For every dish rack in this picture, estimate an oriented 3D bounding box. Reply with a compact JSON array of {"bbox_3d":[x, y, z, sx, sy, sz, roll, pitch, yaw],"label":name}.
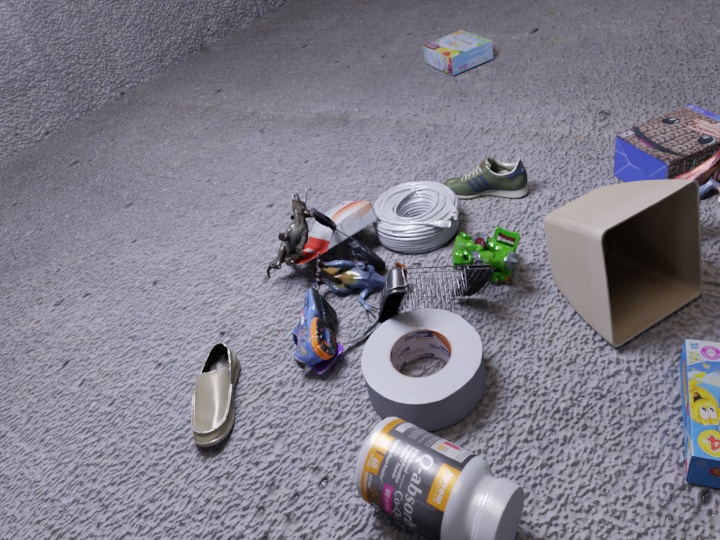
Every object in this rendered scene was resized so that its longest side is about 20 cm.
[{"bbox_3d":[0.129,0.037,1.003,0.193,0.154,0.056,-3,68,-7],"label":"dish rack"}]

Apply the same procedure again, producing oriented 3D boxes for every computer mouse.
[{"bbox_3d":[-0.029,-0.057,1.172,0.034,0.198,0.059,-50,15,9],"label":"computer mouse"}]

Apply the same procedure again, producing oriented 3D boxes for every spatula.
[{"bbox_3d":[-0.006,0.120,1.049,0.197,0.021,0.056,-30,21,-22],"label":"spatula"}]

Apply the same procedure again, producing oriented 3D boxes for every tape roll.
[{"bbox_3d":[0.100,0.154,0.933,0.193,0.068,0.203,-11,38,8],"label":"tape roll"}]

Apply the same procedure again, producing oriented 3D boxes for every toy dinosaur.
[{"bbox_3d":[0.564,-0.134,1.052,0.178,0.207,0.103,10,16,43],"label":"toy dinosaur"},{"bbox_3d":[0.000,0.000,1.152,0.175,0.108,0.201,0,25,-10],"label":"toy dinosaur"},{"bbox_3d":[-0.136,-0.056,1.196,0.075,0.204,0.103,24,37,5],"label":"toy dinosaur"}]

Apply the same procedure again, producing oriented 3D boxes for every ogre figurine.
[{"bbox_3d":[0.233,-0.033,1.083,0.116,0.200,0.102,7,82,12],"label":"ogre figurine"}]

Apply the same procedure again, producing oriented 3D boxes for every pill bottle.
[{"bbox_3d":[0.098,0.276,0.737,0.196,0.119,0.116,16,46,35],"label":"pill bottle"}]

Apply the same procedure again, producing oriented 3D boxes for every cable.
[{"bbox_3d":[0.121,-0.121,1.272,0.193,0.071,0.203,-7,38,15],"label":"cable"}]

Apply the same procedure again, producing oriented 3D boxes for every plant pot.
[{"bbox_3d":[0.419,-0.034,0.966,0.195,0.205,0.177,-26,25,-14],"label":"plant pot"}]

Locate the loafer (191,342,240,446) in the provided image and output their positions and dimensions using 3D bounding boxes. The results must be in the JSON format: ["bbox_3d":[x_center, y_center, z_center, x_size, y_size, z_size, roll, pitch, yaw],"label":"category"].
[{"bbox_3d":[-0.252,0.205,0.992,0.073,0.070,0.203,-12,37,4],"label":"loafer"}]

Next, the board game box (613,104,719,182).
[{"bbox_3d":[0.657,-0.242,1.206,0.195,0.099,0.160,-22,37,-8],"label":"board game box"}]

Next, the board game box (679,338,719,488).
[{"bbox_3d":[0.523,0.189,0.744,0.194,0.057,0.198,4,41,24],"label":"board game box"}]

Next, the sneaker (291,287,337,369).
[{"bbox_3d":[-0.092,0.101,1.064,0.078,0.076,0.202,-36,23,15],"label":"sneaker"}]

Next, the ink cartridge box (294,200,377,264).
[{"bbox_3d":[-0.077,-0.087,1.267,0.196,0.051,0.162,-29,16,-16],"label":"ink cartridge box"}]

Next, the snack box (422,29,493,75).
[{"bbox_3d":[0.331,-0.746,1.987,0.165,0.069,0.201,-24,39,-11],"label":"snack box"}]

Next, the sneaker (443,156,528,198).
[{"bbox_3d":[0.280,-0.217,1.316,0.194,0.092,0.068,4,41,25],"label":"sneaker"}]
